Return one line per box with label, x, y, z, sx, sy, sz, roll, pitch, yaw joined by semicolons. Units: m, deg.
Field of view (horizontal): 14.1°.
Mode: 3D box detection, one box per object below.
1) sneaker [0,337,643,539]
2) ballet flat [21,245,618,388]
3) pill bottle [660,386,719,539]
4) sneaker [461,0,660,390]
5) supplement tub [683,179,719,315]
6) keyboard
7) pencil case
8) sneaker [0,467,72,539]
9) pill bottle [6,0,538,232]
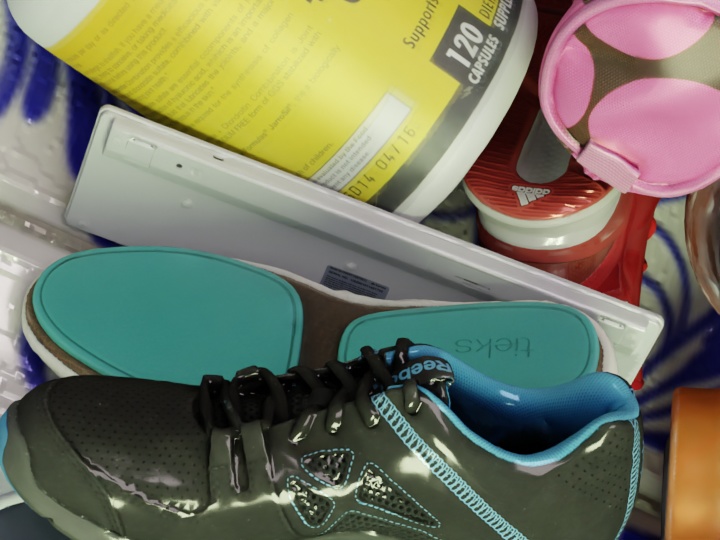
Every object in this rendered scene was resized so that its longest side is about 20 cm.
sneaker;-0.010;0.050;0.895;0.200;0.082;0.073;8;37;-13
ballet flat;-0.014;0.038;0.971;0.200;0.069;0.070;6;70;8
pill bottle;0.207;0.082;1.034;0.200;0.106;0.106;3;72;5
sneaker;0.082;-0.030;1.064;0.200;0.078;0.116;-52;148;-50
supplement tub;0.172;-0.036;1.032;0.107;0.107;0.200;43;27;-11
keyboard;0.000;0.000;0.977;0.200;0.056;0.011;21;49;-3
pencil case;0.099;-0.105;0.995;0.091;0.094;0.200;36;29;-17
sneaker;-0.027;0.119;0.927;0.200;0.070;0.109;6;40;-21
pill bottle;-0.047;-0.102;0.977;0.200;0.112;0.112;34;63;-17
